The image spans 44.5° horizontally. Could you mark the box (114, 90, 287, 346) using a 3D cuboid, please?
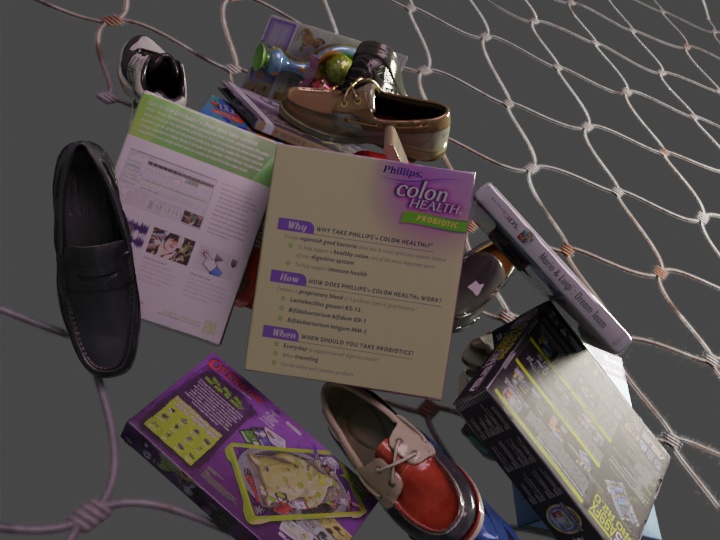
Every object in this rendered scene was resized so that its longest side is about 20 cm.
[{"bbox_3d":[-0.165,-0.047,0.812,0.144,0.036,0.201,20,81,-12],"label":"box"}]

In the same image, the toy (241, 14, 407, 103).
[{"bbox_3d":[-0.043,-0.248,1.148,0.199,0.115,0.047,12,37,-24],"label":"toy"}]

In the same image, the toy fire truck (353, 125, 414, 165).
[{"bbox_3d":[0.027,-0.077,0.945,0.128,0.200,0.177,9,44,-28],"label":"toy fire truck"}]

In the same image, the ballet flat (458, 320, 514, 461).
[{"bbox_3d":[0.139,0.110,0.931,0.073,0.073,0.200,27,40,-7],"label":"ballet flat"}]

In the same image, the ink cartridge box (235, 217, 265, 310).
[{"bbox_3d":[-0.124,-0.027,0.865,0.199,0.050,0.109,24,76,-10],"label":"ink cartridge box"}]

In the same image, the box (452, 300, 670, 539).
[{"bbox_3d":[0.189,0.148,0.801,0.200,0.044,0.160,51,42,-4],"label":"box"}]

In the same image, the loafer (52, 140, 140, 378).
[{"bbox_3d":[-0.225,-0.009,0.738,0.068,0.070,0.202,-7,87,-13],"label":"loafer"}]

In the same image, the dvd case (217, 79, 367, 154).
[{"bbox_3d":[-0.064,-0.167,1.063,0.199,0.016,0.149,18,19,-34],"label":"dvd case"}]

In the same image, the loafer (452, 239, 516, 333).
[{"bbox_3d":[0.136,0.006,1.036,0.073,0.072,0.200,39,39,7],"label":"loafer"}]

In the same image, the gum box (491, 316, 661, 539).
[{"bbox_3d":[0.215,0.164,0.881,0.169,0.045,0.201,21,51,-34],"label":"gum box"}]

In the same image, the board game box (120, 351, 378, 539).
[{"bbox_3d":[-0.088,0.166,0.742,0.200,0.032,0.120,39,41,8],"label":"board game box"}]

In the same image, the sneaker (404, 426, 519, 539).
[{"bbox_3d":[0.091,0.227,0.783,0.078,0.066,0.200,11,37,-53],"label":"sneaker"}]

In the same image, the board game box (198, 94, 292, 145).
[{"bbox_3d":[-0.114,-0.130,0.975,0.152,0.045,0.200,24,16,-11],"label":"board game box"}]

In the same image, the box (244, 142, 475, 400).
[{"bbox_3d":[0.000,0.000,0.798,0.175,0.201,0.097,8,2,1],"label":"box"}]

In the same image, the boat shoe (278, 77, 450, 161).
[{"bbox_3d":[0.007,-0.184,1.002,0.199,0.067,0.074,12,45,-2],"label":"boat shoe"}]

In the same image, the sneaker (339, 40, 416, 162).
[{"bbox_3d":[0.022,-0.185,1.127,0.076,0.200,0.115,17,67,27],"label":"sneaker"}]

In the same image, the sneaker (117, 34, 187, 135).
[{"bbox_3d":[-0.231,-0.223,1.016,0.075,0.088,0.200,4,44,-29],"label":"sneaker"}]

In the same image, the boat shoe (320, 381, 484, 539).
[{"bbox_3d":[0.028,0.159,0.746,0.063,0.071,0.200,48,-4,-38],"label":"boat shoe"}]

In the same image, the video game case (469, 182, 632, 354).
[{"bbox_3d":[0.172,0.000,0.839,0.182,0.024,0.200,49,4,5],"label":"video game case"}]
